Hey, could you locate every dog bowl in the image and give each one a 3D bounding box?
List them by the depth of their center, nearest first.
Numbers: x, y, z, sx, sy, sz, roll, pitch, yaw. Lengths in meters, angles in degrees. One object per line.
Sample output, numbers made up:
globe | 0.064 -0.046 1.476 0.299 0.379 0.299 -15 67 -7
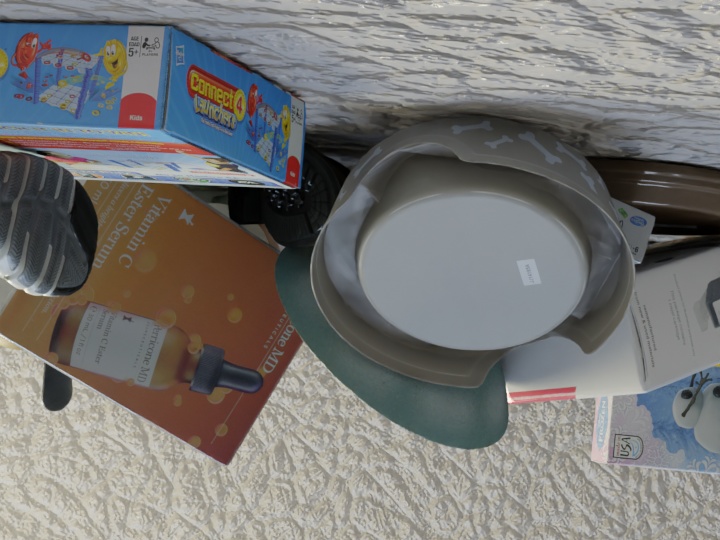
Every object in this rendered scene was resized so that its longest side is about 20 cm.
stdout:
dog bowl | 0.071 -0.013 1.192 0.200 0.059 0.200 3 136 3

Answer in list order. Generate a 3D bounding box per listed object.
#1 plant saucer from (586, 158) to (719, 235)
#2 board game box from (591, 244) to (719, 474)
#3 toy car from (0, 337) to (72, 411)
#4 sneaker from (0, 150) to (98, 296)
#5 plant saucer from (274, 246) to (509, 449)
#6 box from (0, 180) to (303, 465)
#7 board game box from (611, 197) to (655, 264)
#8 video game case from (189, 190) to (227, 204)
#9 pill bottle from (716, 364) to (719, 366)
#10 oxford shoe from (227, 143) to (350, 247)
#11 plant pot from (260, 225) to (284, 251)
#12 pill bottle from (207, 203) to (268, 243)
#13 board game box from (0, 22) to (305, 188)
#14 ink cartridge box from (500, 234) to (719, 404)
plant saucer | 0.193 -0.050 1.354 0.200 0.030 0.200 4 175 0
board game box | 0.317 0.084 1.733 0.199 0.200 0.043 6 177 -14
toy car | -0.266 0.007 1.495 0.164 0.200 0.158 8 174 -23
sneaker | -0.242 -0.042 1.087 0.115 0.075 0.200 8 167 28
plant saucer | 0.033 0.036 1.316 0.201 0.039 0.201 31 -154 -17
box | -0.149 0.018 1.347 0.200 0.152 0.106 33 175 -23
board game box | 0.096 -0.036 1.308 0.134 0.034 0.200 22 169 -15
video game case | -0.037 -0.044 1.683 0.182 0.023 0.200 2 174 33
pill bottle | 0.315 0.024 1.561 0.112 0.112 0.200 9 173 -34
oxford shoe | -0.030 -0.055 1.322 0.084 0.073 0.200 4 -172 -17
plant pot | 0.000 0.000 1.500 0.093 0.201 0.201 -34 -173 -16
pill bottle | -0.134 0.013 1.528 0.112 0.112 0.200 7 165 -14
board game box | -0.158 -0.092 1.090 0.200 0.056 0.196 4 174 19
ink cartridge box | 0.214 0.030 1.384 0.200 0.085 0.146 -14 -177 -39
